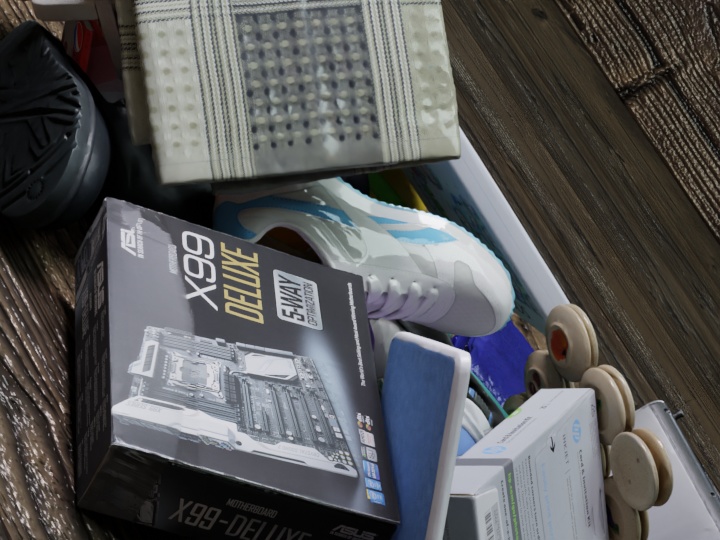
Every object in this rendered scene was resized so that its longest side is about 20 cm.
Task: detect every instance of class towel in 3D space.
[{"bbox_3d":[-0.045,-0.145,1.349,0.035,0.192,0.201,156,-73,-67],"label":"towel"},{"bbox_3d":[0.137,0.130,1.861,0.200,0.050,0.148,51,22,-7],"label":"towel"}]

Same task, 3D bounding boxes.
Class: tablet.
[{"bbox_3d":[0.020,0.134,1.202,0.014,0.201,0.130,10,1,-15],"label":"tablet"}]

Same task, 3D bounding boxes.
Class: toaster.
[{"bbox_3d":[0.218,0.222,1.649,0.200,0.118,0.181,64,1,36],"label":"toaster"}]

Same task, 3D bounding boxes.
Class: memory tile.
[{"bbox_3d":[0.136,0.130,1.535,0.017,0.200,0.153,-13,58,-25],"label":"memory tile"}]

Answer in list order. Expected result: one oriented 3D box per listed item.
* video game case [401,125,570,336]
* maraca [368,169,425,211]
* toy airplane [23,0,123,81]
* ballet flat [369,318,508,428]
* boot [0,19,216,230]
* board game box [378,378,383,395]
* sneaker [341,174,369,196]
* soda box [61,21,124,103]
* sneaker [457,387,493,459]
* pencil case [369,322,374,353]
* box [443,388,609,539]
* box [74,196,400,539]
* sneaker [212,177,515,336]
[{"bbox_3d":[0.065,-0.051,1.590,0.200,0.024,0.182,57,-6,-21],"label":"video game case"},{"bbox_3d":[-0.024,-0.077,1.700,0.137,0.107,0.200,23,-21,44],"label":"maraca"},{"bbox_3d":[-0.118,-0.195,1.436,0.200,0.199,0.141,49,-8,33],"label":"toy airplane"},{"bbox_3d":[0.035,0.064,1.528,0.068,0.068,0.200,-9,-59,56],"label":"ballet flat"},{"bbox_3d":[-0.137,-0.048,1.379,0.168,0.076,0.200,39,13,-29],"label":"boot"},{"bbox_3d":[0.047,0.140,1.588,0.135,0.029,0.200,29,28,-54],"label":"board game box"},{"bbox_3d":[-0.046,-0.043,1.541,0.075,0.114,0.200,11,-3,16],"label":"sneaker"},{"bbox_3d":[-0.090,-0.135,1.525,0.199,0.070,0.063,0,32,-23],"label":"soda box"},{"bbox_3d":[0.061,0.142,1.467,0.200,0.076,0.077,50,48,-48],"label":"sneaker"},{"bbox_3d":[-0.019,0.087,1.406,0.084,0.085,0.200,43,18,-26],"label":"pencil case"},{"bbox_3d":[0.097,0.172,1.407,0.200,0.041,0.156,-31,117,-59],"label":"box"},{"bbox_3d":[-0.069,0.059,1.241,0.157,0.050,0.200,18,34,-20],"label":"box"},{"bbox_3d":[0.000,0.000,1.419,0.200,0.077,0.081,24,48,-16],"label":"sneaker"}]
